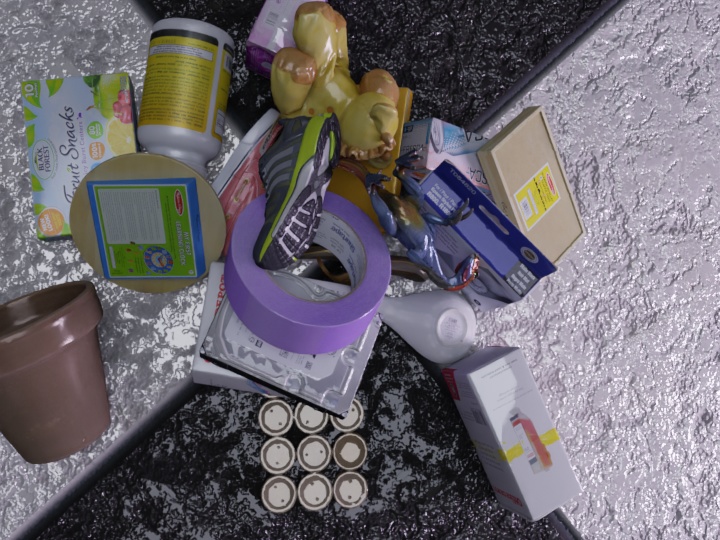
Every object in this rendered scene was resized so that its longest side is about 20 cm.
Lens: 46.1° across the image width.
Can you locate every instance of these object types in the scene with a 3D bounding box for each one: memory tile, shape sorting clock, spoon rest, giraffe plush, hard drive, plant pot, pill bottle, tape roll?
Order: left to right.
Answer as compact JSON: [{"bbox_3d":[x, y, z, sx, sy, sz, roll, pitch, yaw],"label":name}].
[{"bbox_3d":[-0.391,0.132,1.040,0.196,0.200,0.178,-20,108,-9],"label":"plant pot"},{"bbox_3d":[-0.269,-0.058,1.079,0.195,0.040,0.204,-1,123,-1],"label":"shape sorting clock"},{"bbox_3d":[-0.231,-0.214,1.108,0.110,0.112,0.205,8,84,-7],"label":"pill bottle"},{"bbox_3d":[-0.083,0.081,1.047,0.196,0.038,0.142,25,71,-3],"label":"hard drive"},{"bbox_3d":[-0.064,-0.003,1.023,0.195,0.066,0.204,10,54,-14],"label":"tape roll"},{"bbox_3d":[-0.065,0.222,1.148,0.149,0.017,0.206,-3,85,-8],"label":"memory tile"},{"bbox_3d":[-0.020,-0.211,1.061,0.159,0.172,0.204,21,97,10],"label":"giraffe plush"},{"bbox_3d":[0.075,0.063,1.158,0.197,0.060,0.102,20,83,-24],"label":"spoon rest"}]

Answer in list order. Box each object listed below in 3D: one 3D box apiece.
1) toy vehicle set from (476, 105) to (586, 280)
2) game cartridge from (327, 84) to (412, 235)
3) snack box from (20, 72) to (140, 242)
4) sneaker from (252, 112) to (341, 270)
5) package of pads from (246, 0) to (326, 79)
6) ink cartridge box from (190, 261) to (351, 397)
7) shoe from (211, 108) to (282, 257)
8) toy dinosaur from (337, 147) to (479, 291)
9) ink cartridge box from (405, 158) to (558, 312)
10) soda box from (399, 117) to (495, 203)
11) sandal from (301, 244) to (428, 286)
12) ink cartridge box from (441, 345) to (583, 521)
[{"bbox_3d":[0.236,-0.103,1.151,0.124,0.026,0.203,-39,115,-32],"label":"toy vehicle set"},{"bbox_3d":[-0.026,-0.150,1.144,0.172,0.032,0.205,7,86,17],"label":"game cartridge"},{"bbox_3d":[-0.362,-0.148,1.115,0.139,0.053,0.205,-7,88,-7],"label":"snack box"},{"bbox_3d":[-0.086,-0.094,0.987,0.079,0.074,0.204,9,66,26],"label":"sneaker"},{"bbox_3d":[-0.085,-0.361,1.136,0.074,0.120,0.204,24,82,-5],"label":"package of pads"},{"bbox_3d":[-0.114,0.083,1.106,0.195,0.084,0.148,10,73,-7],"label":"ink cartridge box"},{"bbox_3d":[-0.145,-0.112,1.137,0.090,0.071,0.202,35,87,-5],"label":"shoe"},{"bbox_3d":[0.073,-0.057,1.039,0.104,0.199,0.184,-38,130,-16],"label":"toy dinosaur"},{"bbox_3d":[0.137,-0.036,1.101,0.199,0.200,0.041,44,73,-1],"label":"ink cartridge box"},{"bbox_3d":[0.145,-0.143,1.138,0.197,0.063,0.070,12,83,-37],"label":"soda box"},{"bbox_3d":[0.000,0.000,1.144,0.195,0.080,0.055,11,84,-11],"label":"sandal"},{"bbox_3d":[0.196,0.209,1.120,0.082,0.145,0.204,-23,89,-10],"label":"ink cartridge box"}]
